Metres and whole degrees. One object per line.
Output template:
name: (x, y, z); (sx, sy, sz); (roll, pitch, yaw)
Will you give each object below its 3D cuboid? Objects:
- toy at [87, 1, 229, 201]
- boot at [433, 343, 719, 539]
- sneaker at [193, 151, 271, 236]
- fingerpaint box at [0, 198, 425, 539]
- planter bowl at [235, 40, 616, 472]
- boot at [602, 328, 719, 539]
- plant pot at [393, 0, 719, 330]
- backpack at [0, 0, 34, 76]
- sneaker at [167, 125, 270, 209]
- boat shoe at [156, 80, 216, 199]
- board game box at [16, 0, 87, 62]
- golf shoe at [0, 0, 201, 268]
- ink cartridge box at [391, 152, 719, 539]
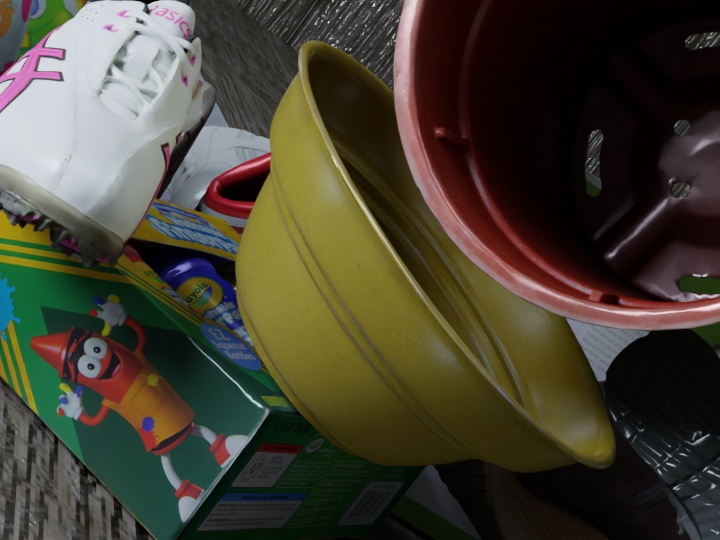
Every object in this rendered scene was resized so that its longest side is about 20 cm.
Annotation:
toy: (-0.146, -0.103, 1.215); (0.115, 0.047, 0.201); (7, 48, -45)
boot: (0.121, 0.072, 0.868); (0.072, 0.166, 0.201); (10, -52, 64)
sneaker: (0.000, 0.000, 0.938); (0.199, 0.116, 0.079); (11, 49, -17)
fingerpaint box: (-0.070, 0.038, 0.764); (0.167, 0.073, 0.200); (42, 10, 23)
planter bowl: (0.010, 0.014, 0.686); (0.201, 0.083, 0.201); (49, 15, -18)
boot: (0.177, 0.119, 0.707); (0.131, 0.068, 0.201); (40, 21, -51)
plant pot: (0.137, -0.064, 0.727); (0.201, 0.201, 0.195); (40, 5, 19)
backpack: (-0.233, -0.153, 0.780); (0.150, 0.178, 0.200); (-7, 39, -48)
sneaker: (-0.095, -0.045, 1.094); (0.099, 0.075, 0.200); (24, 17, 10)
boat shoe: (-0.129, -0.066, 0.895); (0.072, 0.076, 0.200); (33, 23, -3)
board game box: (-0.209, -0.206, 1.049); (0.103, 0.200, 0.105); (32, 11, -28)
golf shoe: (-0.103, -0.069, 0.678); (0.072, 0.092, 0.200); (33, 15, -16)
ink cartridge box: (0.085, 0.046, 0.914); (0.147, 0.200, 0.076); (34, 9, -23)
